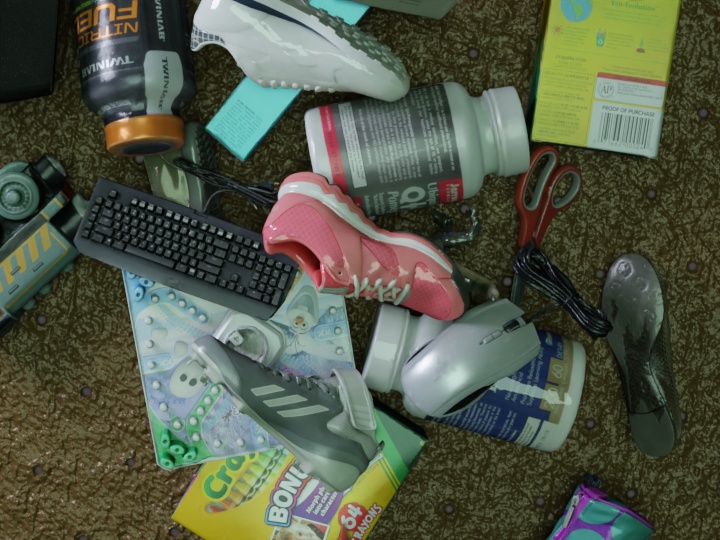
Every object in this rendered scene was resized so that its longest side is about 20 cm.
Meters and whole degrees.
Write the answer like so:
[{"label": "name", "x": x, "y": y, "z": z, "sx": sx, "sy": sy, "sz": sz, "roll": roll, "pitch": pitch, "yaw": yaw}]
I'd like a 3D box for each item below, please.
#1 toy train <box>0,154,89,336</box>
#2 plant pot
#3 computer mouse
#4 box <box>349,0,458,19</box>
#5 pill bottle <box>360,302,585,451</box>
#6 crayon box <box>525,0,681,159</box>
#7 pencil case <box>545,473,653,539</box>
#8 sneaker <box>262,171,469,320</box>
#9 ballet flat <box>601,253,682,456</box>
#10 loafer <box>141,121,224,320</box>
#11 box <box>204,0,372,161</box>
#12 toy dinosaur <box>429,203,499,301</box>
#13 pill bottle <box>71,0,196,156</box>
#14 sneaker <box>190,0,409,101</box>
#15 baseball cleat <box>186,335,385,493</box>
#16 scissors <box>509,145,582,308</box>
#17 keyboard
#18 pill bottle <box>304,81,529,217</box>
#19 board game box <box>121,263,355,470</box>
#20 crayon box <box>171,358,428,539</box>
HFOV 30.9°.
[{"label": "toy train", "x": -0.341, "y": -0.016, "z": 1.238, "sx": 0.200, "sy": 0.085, "sz": 0.114, "roll": -43, "pitch": 107, "yaw": 1}, {"label": "plant pot", "x": -0.359, "y": -0.234, "z": 1.165, "sx": 0.176, "sy": 0.200, "sz": 0.201, "roll": 5, "pitch": 96, "yaw": -15}, {"label": "computer mouse", "x": 0.126, "y": 0.062, "z": 1.171, "sx": 0.199, "sy": 0.044, "sz": 0.110, "roll": -33, "pitch": 76, "yaw": -22}, {"label": "box", "x": 0.049, "y": -0.344, "z": 1.144, "sx": 0.108, "sy": 0.128, "sz": 0.202, "roll": 8, "pitch": 73, "yaw": -18}, {"label": "pill bottle", "x": 0.105, "y": 0.095, "z": 1.239, "sx": 0.198, "sy": 0.111, "sz": 0.112, "roll": 15, "pitch": 95, "yaw": -3}, {"label": "crayon box", "x": 0.233, "y": -0.214, "z": 1.240, "sx": 0.126, "sy": 0.051, "sz": 0.202, "roll": 8, "pitch": 96, "yaw": -2}, {"label": "pencil case", "x": 0.196, "y": 0.303, "z": 1.276, "sx": 0.092, "sy": 0.085, "sz": 0.201, "roll": 34, "pitch": 94, "yaw": -20}, {"label": "sneaker", "x": 0.000, "y": 0.000, "z": 1.150, "sx": 0.199, "sy": 0.074, "sz": 0.087, "roll": 31, "pitch": 56, "yaw": 1}, {"label": "ballet flat", "x": 0.282, "y": 0.082, "z": 1.279, "sx": 0.067, "sy": 0.046, "sz": 0.202, "roll": -11, "pitch": 91, "yaw": 31}, {"label": "loafer", "x": -0.168, "y": -0.039, "z": 1.246, "sx": 0.069, "sy": 0.075, "sz": 0.202, "roll": -6, "pitch": 94, "yaw": 13}, {"label": "box", "x": -0.063, "y": -0.195, "z": 1.221, "sx": 0.049, "sy": 0.082, "sz": 0.200, "roll": 40, "pitch": 94, "yaw": -6}, {"label": "toy dinosaur", "x": 0.074, "y": -0.017, "z": 1.227, "sx": 0.048, "sy": 0.199, "sz": 0.088, "roll": 49, "pitch": 64, "yaw": -38}, {"label": "pill bottle", "x": -0.206, "y": -0.208, "z": 1.186, "sx": 0.105, "sy": 0.106, "sz": 0.202, "roll": -8, "pitch": 84, "yaw": 0}, {"label": "sneaker", "x": -0.052, "y": -0.192, "z": 1.152, "sx": 0.199, "sy": 0.076, "sz": 0.081, "roll": 27, "pitch": 106, "yaw": 0}, {"label": "baseball cleat", "x": -0.060, "y": 0.109, "z": 1.177, "sx": 0.106, "sy": 0.070, "sz": 0.200, "roll": -46, "pitch": 109, "yaw": -8}, {"label": "scissors", "x": 0.157, "y": -0.022, "z": 1.265, "sx": 0.073, "sy": 0.014, "sz": 0.201, "roll": 18, "pitch": 99, "yaw": -36}, {"label": "keyboard", "x": -0.147, "y": -0.042, "z": 1.178, "sx": 0.199, "sy": 0.021, "sz": 0.128, "roll": 20, "pitch": 73, "yaw": 1}, {"label": "pill bottle", "x": 0.053, "y": -0.115, "z": 1.217, "sx": 0.198, "sy": 0.111, "sz": 0.112, "roll": -11, "pitch": 96, "yaw": 0}, {"label": "board game box", "x": -0.106, "y": 0.073, "z": 1.206, "sx": 0.198, "sy": 0.026, "sz": 0.202, "roll": -10, "pitch": 97, "yaw": -7}, {"label": "crayon box", "x": -0.059, "y": 0.199, "z": 1.272, "sx": 0.172, "sy": 0.058, "sz": 0.201, "roll": 32, "pitch": 93, "yaw": -4}]
